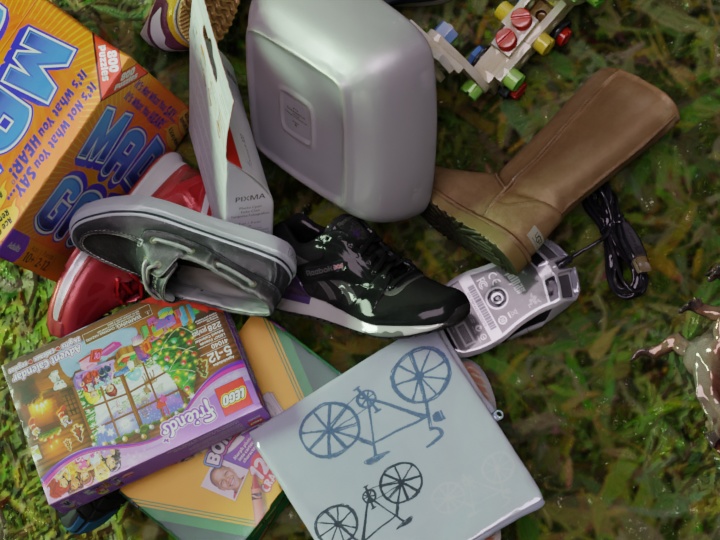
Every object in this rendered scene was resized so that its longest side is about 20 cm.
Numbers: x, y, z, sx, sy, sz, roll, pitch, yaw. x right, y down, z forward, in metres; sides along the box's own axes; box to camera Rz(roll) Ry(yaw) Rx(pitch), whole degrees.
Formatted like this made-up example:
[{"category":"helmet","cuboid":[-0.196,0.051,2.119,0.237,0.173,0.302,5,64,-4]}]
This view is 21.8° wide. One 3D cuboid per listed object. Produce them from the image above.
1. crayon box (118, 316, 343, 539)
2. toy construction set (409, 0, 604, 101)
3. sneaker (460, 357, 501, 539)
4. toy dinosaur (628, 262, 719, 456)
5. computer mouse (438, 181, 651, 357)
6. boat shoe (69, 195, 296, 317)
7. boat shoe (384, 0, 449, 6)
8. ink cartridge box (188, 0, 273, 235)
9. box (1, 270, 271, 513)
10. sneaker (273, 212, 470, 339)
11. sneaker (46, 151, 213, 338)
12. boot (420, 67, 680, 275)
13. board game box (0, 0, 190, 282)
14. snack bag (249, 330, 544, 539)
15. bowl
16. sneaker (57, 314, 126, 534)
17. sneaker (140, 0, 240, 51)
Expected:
[{"category":"crayon box","cuboid":[-0.100,0.150,1.625,0.119,0.058,0.200,36,88,14]},{"category":"toy construction set","cuboid":[0.131,-0.216,1.608,0.200,0.131,0.092,-35,75,3]},{"category":"sneaker","cuboid":[0.083,0.174,1.585,0.071,0.080,0.200,-1,59,0]},{"category":"toy dinosaur","cuboid":[0.322,0.068,1.553,0.136,0.086,0.200,42,74,4]},{"category":"computer mouse","cuboid":[0.148,0.010,1.612,0.200,0.044,0.110,-28,75,2]},{"category":"boat shoe","cuboid":[-0.155,-0.010,1.562,0.200,0.072,0.071,10,50,11]},{"category":"boat shoe","cuboid":[-0.006,-0.259,1.677,0.200,0.062,0.075,-2,82,11]},{"category":"ink cartridge box","cuboid":[-0.109,-0.132,1.583,0.047,0.200,0.160,-8,53,-13]},{"category":"box","cuboid":[-0.192,0.103,1.594,0.200,0.039,0.137,-25,68,2]},{"category":"sneaker","cuboid":[0.000,0.000,1.581,0.200,0.076,0.088,10,114,34]},{"category":"sneaker","cuboid":[-0.180,-0.003,1.646,0.115,0.078,0.200,31,76,12]},{"category":"boot","cuboid":[0.150,-0.101,1.619,0.200,0.066,0.175,-45,52,-12]},{"category":"board game box","cuboid":[-0.302,-0.130,1.639,0.200,0.200,0.200,35,89,15]},{"category":"snack bag","cuboid":[0.033,0.161,1.540,0.188,0.021,0.200,-32,62,-4]},{"category":"bowl","cuboid":[-0.026,-0.142,1.574,0.075,0.200,0.200,-30,49,-31]},{"category":"sneaker","cuboid":[-0.229,0.134,1.653,0.082,0.073,0.200,15,74,20]},{"category":"sneaker","cuboid":[-0.134,-0.285,1.701,0.090,0.075,0.200,2,53,49]}]
